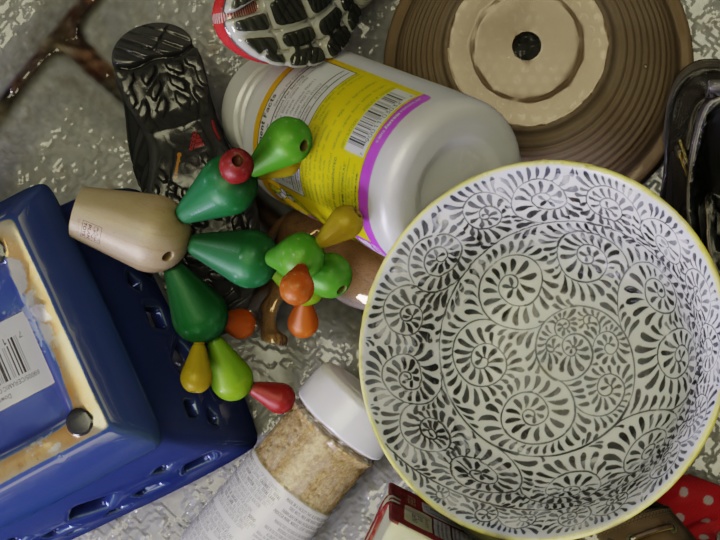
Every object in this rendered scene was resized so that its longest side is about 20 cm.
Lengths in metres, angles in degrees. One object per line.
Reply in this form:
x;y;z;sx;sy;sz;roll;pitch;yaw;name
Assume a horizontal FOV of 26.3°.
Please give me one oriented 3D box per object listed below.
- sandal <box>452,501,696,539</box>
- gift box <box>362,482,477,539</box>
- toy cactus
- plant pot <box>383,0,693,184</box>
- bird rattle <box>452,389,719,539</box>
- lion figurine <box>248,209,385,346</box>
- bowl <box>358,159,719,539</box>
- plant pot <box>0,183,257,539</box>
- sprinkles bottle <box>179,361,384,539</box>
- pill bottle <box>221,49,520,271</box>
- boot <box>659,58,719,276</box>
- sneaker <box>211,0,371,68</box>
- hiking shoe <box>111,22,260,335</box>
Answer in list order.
0.142;0.150;0.856;0.200;0.080;0.057;25;97;3;sandal
0.034;0.237;0.865;0.199;0.185;0.187;25;89;6;gift box
-0.088;-0.003;0.889;0.164;0.200;0.102;16;45;2;toy cactus
0.106;-0.131;0.960;0.200;0.093;0.202;-1;86;12;plant pot
0.145;0.087;0.940;0.199;0.113;0.163;24;75;9;bird rattle
0.000;0.000;0.982;0.199;0.072;0.123;17;91;13;lion figurine
0.108;0.048;0.842;0.200;0.094;0.202;-4;78;21;bowl
-0.208;0.065;0.967;0.200;0.180;0.200;-27;81;9;plant pot
-0.060;0.154;0.988;0.068;0.068;0.200;41;95;11;sprinkles bottle
-0.002;-0.076;0.935;0.200;0.104;0.105;29;93;49;pill bottle
0.201;-0.023;0.878;0.069;0.174;0.201;-5;107;11;boot
-0.043;-0.175;0.956;0.085;0.200;0.077;-6;114;30;sneaker
-0.108;-0.055;0.997;0.075;0.101;0.201;-11;86;-3;hiking shoe
